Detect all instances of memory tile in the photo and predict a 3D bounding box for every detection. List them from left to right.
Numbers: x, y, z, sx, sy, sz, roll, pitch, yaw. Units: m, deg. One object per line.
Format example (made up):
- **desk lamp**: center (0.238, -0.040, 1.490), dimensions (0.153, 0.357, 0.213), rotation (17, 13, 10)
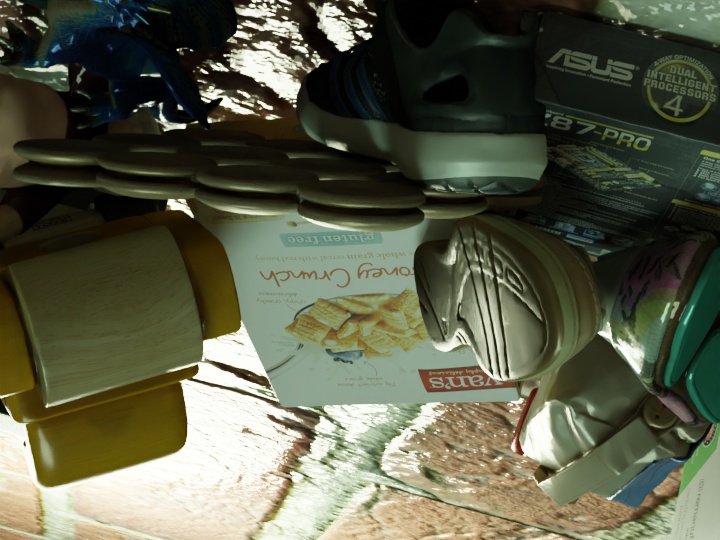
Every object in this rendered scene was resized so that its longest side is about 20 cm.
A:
- **memory tile**: center (-0.035, -0.041, 0.766), dimensions (0.200, 0.017, 0.153), rotation (10, -168, 31)

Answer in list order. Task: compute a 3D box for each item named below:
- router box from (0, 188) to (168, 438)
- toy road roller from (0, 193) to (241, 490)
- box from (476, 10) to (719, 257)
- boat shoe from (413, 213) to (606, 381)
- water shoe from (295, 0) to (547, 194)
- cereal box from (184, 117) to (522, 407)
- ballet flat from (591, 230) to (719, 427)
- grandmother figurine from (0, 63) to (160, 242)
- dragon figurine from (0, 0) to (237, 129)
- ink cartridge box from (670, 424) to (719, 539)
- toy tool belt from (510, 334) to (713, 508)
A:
- **router box**: center (-0.227, 0.000, 1.020), dimensions (0.200, 0.157, 0.052), rotation (19, 160, -17)
- **toy road roller**: center (-0.134, 0.046, 0.909), dimensions (0.123, 0.146, 0.200), rotation (-16, -165, -16)
- **box**: center (0.159, -0.041, 0.807), dimensions (0.200, 0.049, 0.161), rotation (14, 163, 2)
- **boat shoe**: center (0.076, 0.008, 0.795), dimensions (0.065, 0.072, 0.200), rotation (-10, -179, -10)
- **water shoe**: center (0.029, -0.085, 0.753), dimensions (0.071, 0.079, 0.200), rotation (1, -168, -22)
- **cereal box**: center (0.000, 0.000, 0.935), dimensions (0.144, 0.040, 0.200), rotation (-3, 139, 17)
- **ballet flat**: center (0.143, 0.024, 0.853), dimensions (0.071, 0.069, 0.200), rotation (29, 173, 24)
- **grandmother figurine**: center (-0.158, -0.068, 0.859), dimensions (0.061, 0.121, 0.200), rotation (42, -165, 19)
- **dragon figurine**: center (-0.092, -0.099, 0.797), dimensions (0.099, 0.059, 0.200), rotation (2, 158, 30)
- **ink cartridge box**: center (0.272, 0.132, 1.064), dimensions (0.084, 0.146, 0.200), rotation (19, 159, -13)
- **toy tool belt**: center (0.164, 0.096, 1.075), dimensions (0.123, 0.125, 0.200), rotation (21, 162, 3)
